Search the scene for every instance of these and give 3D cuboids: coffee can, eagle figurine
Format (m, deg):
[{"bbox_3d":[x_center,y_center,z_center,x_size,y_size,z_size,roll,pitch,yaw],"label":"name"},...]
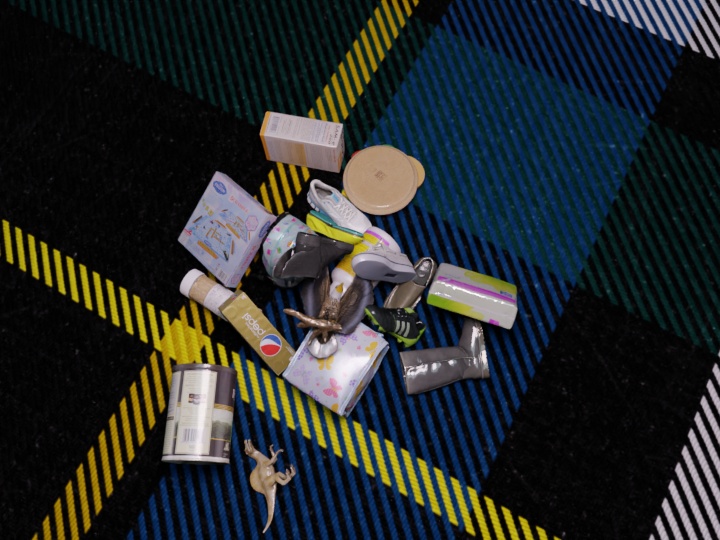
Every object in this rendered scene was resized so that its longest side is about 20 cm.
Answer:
[{"bbox_3d":[-0.351,0.317,1.471,0.145,0.147,0.202,1,71,2],"label":"coffee can"},{"bbox_3d":[-0.062,0.075,1.466,0.150,0.200,0.152,-29,107,23],"label":"eagle figurine"}]

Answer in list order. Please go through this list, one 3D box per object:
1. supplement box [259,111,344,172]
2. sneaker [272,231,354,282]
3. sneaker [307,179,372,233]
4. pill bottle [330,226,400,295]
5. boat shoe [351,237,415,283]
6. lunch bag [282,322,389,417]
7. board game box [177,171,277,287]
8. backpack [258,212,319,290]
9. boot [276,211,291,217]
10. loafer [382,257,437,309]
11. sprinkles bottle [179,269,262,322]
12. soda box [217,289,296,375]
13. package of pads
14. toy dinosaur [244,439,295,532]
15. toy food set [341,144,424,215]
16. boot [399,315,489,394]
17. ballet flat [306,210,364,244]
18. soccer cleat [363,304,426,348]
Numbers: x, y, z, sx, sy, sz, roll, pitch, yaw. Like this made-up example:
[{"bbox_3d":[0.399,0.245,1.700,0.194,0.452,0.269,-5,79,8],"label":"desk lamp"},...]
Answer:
[{"bbox_3d":[-0.144,-0.325,1.703,0.198,0.126,0.074,11,69,5],"label":"supplement box"},{"bbox_3d":[-0.098,-0.023,1.455,0.060,0.199,0.105,17,95,40],"label":"sneaker"},{"bbox_3d":[-0.055,-0.154,1.662,0.199,0.087,0.075,36,73,11],"label":"sneaker"},{"bbox_3d":[0.000,0.000,1.596,0.104,0.104,0.200,36,75,13],"label":"pill bottle"},{"bbox_3d":[0.046,-0.031,1.509,0.074,0.201,0.087,-36,61,34],"label":"boat shoe"},{"bbox_3d":[-0.049,0.203,1.517,0.169,0.127,0.201,29,83,13],"label":"lunch bag"},{"bbox_3d":[-0.320,-0.098,1.601,0.200,0.041,0.200,40,104,26],"label":"board game box"},{"bbox_3d":[-0.159,-0.047,1.565,0.126,0.200,0.168,27,73,8],"label":"backpack"},{"bbox_3d":[-0.280,-0.129,1.667,0.199,0.073,0.151,-31,73,0],"label":"boot"},{"bbox_3d":[0.114,0.043,1.596,0.075,0.070,0.201,30,74,11],"label":"loafer"},{"bbox_3d":[-0.332,0.073,1.597,0.199,0.068,0.069,30,74,11],"label":"sprinkles bottle"},{"bbox_3d":[-0.232,0.140,1.523,0.068,0.064,0.200,-42,107,-12],"label":"soda box"},{"bbox_3d":[0.261,0.054,1.548,0.198,0.155,0.069,18,110,7],"label":"package of pads"},{"bbox_3d":[-0.195,0.460,1.475,0.100,0.058,0.201,-26,63,8],"label":"toy dinosaur"},{"bbox_3d":[0.050,-0.232,1.707,0.197,0.049,0.201,28,74,11],"label":"toy food set"},{"bbox_3d":[0.188,0.185,1.553,0.198,0.073,0.184,-8,68,6],"label":"boot"},{"bbox_3d":[-0.066,-0.086,1.619,0.199,0.066,0.068,28,103,43],"label":"ballet flat"},{"bbox_3d":[0.079,0.109,1.515,0.081,0.200,0.068,-49,48,5],"label":"soccer cleat"}]
